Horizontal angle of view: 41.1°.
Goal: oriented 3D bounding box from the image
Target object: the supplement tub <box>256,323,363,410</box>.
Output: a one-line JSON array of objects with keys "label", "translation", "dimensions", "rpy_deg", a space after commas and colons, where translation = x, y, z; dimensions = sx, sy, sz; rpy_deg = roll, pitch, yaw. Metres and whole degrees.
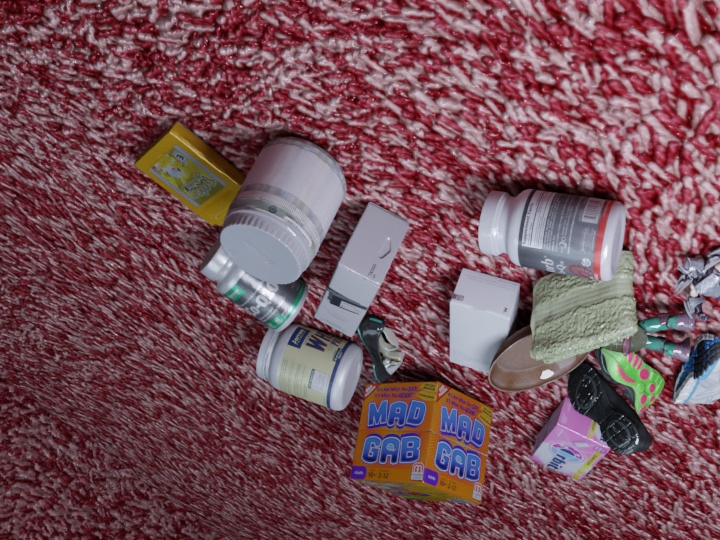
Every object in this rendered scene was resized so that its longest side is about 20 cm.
[{"label": "supplement tub", "translation": [-0.107, 0.198, 2.027], "dimensions": [0.197, 0.146, 0.146], "rpy_deg": [17, 147, 13]}]

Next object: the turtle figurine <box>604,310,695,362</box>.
[{"label": "turtle figurine", "translation": [0.431, 0.090, 1.543], "dimensions": [0.196, 0.102, 0.151], "rpy_deg": [8, 144, 16]}]

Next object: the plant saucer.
[{"label": "plant saucer", "translation": [0.311, 0.143, 1.678], "dimensions": [0.197, 0.037, 0.202], "rpy_deg": [-14, 144, -10]}]

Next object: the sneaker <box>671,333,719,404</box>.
[{"label": "sneaker", "translation": [0.581, 0.166, 1.576], "dimensions": [0.085, 0.076, 0.201], "rpy_deg": [12, 153, 7]}]

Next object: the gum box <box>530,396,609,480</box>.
[{"label": "gum box", "translation": [0.425, 0.344, 1.929], "dimensions": [0.112, 0.067, 0.201], "rpy_deg": [24, 148, 6]}]

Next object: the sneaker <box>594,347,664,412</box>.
[{"label": "sneaker", "translation": [0.469, 0.179, 1.677], "dimensions": [0.200, 0.077, 0.084], "rpy_deg": [48, 177, -41]}]

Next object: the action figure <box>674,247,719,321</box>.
[{"label": "action figure", "translation": [0.549, 0.040, 1.410], "dimensions": [0.198, 0.070, 0.130], "rpy_deg": [33, 153, -5]}]

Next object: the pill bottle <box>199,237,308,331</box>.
[{"label": "pill bottle", "translation": [-0.209, 0.020, 1.873], "dimensions": [0.199, 0.114, 0.113], "rpy_deg": [36, 147, -16]}]

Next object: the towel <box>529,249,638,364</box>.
[{"label": "towel", "translation": [0.343, 0.057, 1.496], "dimensions": [0.036, 0.151, 0.199], "rpy_deg": [21, 151, -35]}]

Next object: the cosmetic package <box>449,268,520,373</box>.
[{"label": "cosmetic package", "translation": [0.220, 0.096, 1.711], "dimensions": [0.111, 0.082, 0.202], "rpy_deg": [16, 146, 14]}]

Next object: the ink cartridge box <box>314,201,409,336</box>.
[{"label": "ink cartridge box", "translation": [0.000, 0.000, 1.667], "dimensions": [0.083, 0.146, 0.201], "rpy_deg": [26, 148, -1]}]

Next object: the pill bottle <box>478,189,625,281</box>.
[{"label": "pill bottle", "translation": [0.282, -0.057, 1.414], "dimensions": [0.197, 0.117, 0.117], "rpy_deg": [11, 145, 24]}]

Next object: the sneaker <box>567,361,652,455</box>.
[{"label": "sneaker", "translation": [0.443, 0.248, 1.709], "dimensions": [0.090, 0.201, 0.076], "rpy_deg": [14, 126, -42]}]

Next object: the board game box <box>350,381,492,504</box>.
[{"label": "board game box", "translation": [0.129, 0.358, 1.988], "dimensions": [0.198, 0.203, 0.199], "rpy_deg": [-8, 154, 42]}]

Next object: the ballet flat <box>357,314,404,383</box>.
[{"label": "ballet flat", "translation": [0.048, 0.167, 1.949], "dimensions": [0.067, 0.069, 0.201], "rpy_deg": [1, 141, 21]}]

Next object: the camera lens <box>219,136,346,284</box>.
[{"label": "camera lens", "translation": [-0.122, -0.102, 1.556], "dimensions": [0.157, 0.202, 0.161], "rpy_deg": [18, 147, 12]}]

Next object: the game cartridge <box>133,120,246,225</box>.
[{"label": "game cartridge", "translation": [-0.297, -0.168, 1.746], "dimensions": [0.199, 0.033, 0.175], "rpy_deg": [40, 146, -19]}]
